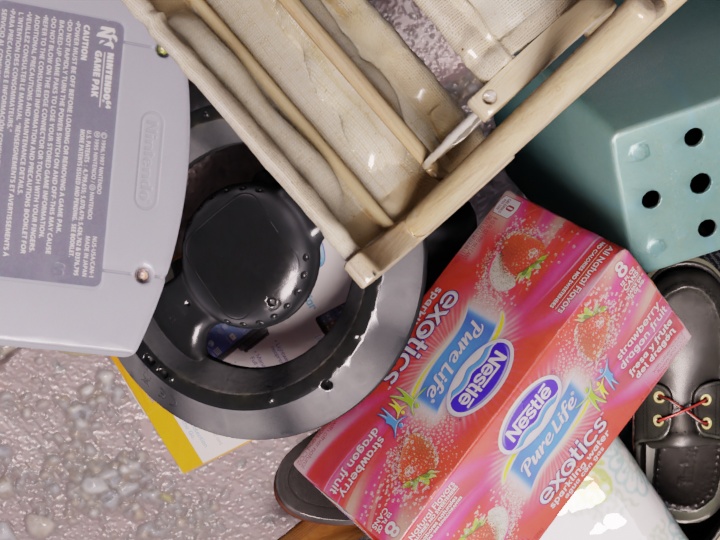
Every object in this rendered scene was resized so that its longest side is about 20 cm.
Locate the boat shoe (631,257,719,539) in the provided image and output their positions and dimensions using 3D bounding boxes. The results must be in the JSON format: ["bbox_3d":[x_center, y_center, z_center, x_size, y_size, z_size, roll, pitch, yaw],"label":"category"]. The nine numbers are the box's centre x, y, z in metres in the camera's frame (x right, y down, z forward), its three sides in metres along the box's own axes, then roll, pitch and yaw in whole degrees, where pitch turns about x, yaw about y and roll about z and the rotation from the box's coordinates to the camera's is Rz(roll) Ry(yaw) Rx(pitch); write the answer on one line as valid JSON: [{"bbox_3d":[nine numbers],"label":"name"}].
[{"bbox_3d":[0.209,0.089,0.877,0.073,0.063,0.203,0,119,11],"label":"boat shoe"}]

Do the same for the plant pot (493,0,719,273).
[{"bbox_3d":[0.164,-0.092,0.818,0.140,0.201,0.142,-17,121,0],"label":"plant pot"}]

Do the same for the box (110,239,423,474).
[{"bbox_3d":[-0.056,0.029,0.823,0.199,0.041,0.120,-28,97,23],"label":"box"}]

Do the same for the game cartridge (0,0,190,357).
[{"bbox_3d":[-0.154,-0.060,0.702,0.132,0.041,0.202,7,82,-20],"label":"game cartridge"}]

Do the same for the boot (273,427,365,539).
[{"bbox_3d":[-0.013,0.147,0.922,0.187,0.069,0.200,-21,167,-38],"label":"boot"}]

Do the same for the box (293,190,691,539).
[{"bbox_3d":[0.073,0.071,0.759,0.200,0.099,0.095,-51,131,-6],"label":"box"}]

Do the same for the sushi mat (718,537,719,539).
[{"bbox_3d":[0.280,0.150,0.958,0.095,0.012,0.202,-12,120,-4],"label":"sushi mat"}]

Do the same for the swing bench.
[{"bbox_3d":[0.018,-0.138,0.662,0.199,0.130,0.200,49,120,2],"label":"swing bench"}]

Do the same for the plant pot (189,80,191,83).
[{"bbox_3d":[-0.157,-0.151,0.787,0.199,0.093,0.203,-5,120,-8],"label":"plant pot"}]

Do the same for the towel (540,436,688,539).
[{"bbox_3d":[0.117,0.210,0.892,0.199,0.048,0.172,-33,100,12],"label":"towel"}]

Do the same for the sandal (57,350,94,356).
[{"bbox_3d":[-0.193,-0.037,0.731,0.080,0.054,0.201,-19,107,24],"label":"sandal"}]

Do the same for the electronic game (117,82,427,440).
[{"bbox_3d":[-0.059,-0.008,0.756,0.198,0.042,0.202,1,93,18],"label":"electronic game"}]

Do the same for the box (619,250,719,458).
[{"bbox_3d":[0.200,0.058,0.961,0.198,0.107,0.150,1,119,-10],"label":"box"}]

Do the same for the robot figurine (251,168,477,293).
[{"bbox_3d":[0.000,0.001,0.881,0.124,0.150,0.202,6,118,-28],"label":"robot figurine"}]
